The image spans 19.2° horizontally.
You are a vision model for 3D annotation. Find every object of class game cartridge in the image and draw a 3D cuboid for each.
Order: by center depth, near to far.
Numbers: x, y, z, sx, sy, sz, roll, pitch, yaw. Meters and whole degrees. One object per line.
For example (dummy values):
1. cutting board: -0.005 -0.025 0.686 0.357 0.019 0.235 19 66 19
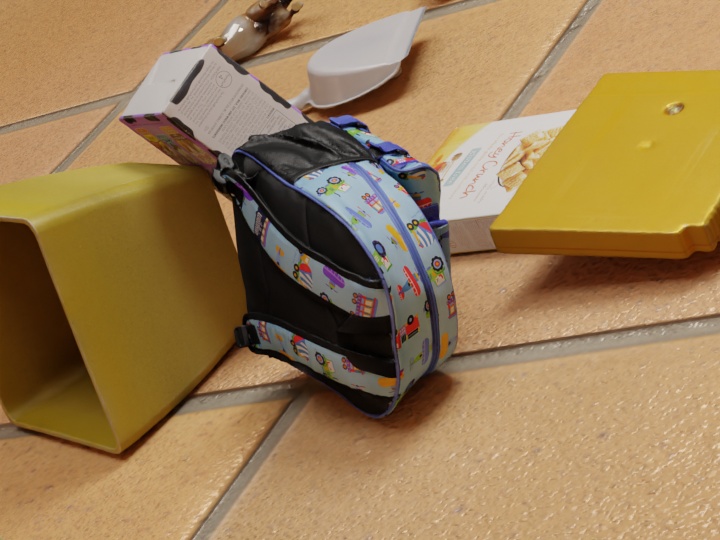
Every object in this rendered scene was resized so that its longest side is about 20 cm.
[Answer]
1. game cartridge: 0.212 -0.078 1.546 0.176 0.032 0.200 3 41 38

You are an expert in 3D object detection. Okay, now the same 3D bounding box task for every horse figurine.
1. horse figurine: -0.128 -0.263 2.345 0.200 0.050 0.133 -39 6 -3

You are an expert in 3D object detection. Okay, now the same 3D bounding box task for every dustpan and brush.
1. dustpan and brush: -0.028 -0.188 2.102 0.200 0.057 0.140 -13 26 18

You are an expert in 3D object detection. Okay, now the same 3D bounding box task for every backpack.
1. backpack: 0.000 0.000 1.519 0.134 0.183 0.200 -21 32 -27

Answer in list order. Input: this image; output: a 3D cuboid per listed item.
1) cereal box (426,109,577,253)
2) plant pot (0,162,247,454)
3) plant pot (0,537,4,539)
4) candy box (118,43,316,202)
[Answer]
1. cereal box: 0.126 -0.072 1.684 0.200 0.040 0.144 -7 33 42
2. plant pot: -0.205 0.009 1.728 0.176 0.200 0.200 -29 20 -29
3. plant pot: -0.328 0.260 1.388 0.187 0.187 0.200 -4 49 45
4. candy box: -0.082 -0.094 1.721 0.072 0.200 0.168 -56 17 -8
